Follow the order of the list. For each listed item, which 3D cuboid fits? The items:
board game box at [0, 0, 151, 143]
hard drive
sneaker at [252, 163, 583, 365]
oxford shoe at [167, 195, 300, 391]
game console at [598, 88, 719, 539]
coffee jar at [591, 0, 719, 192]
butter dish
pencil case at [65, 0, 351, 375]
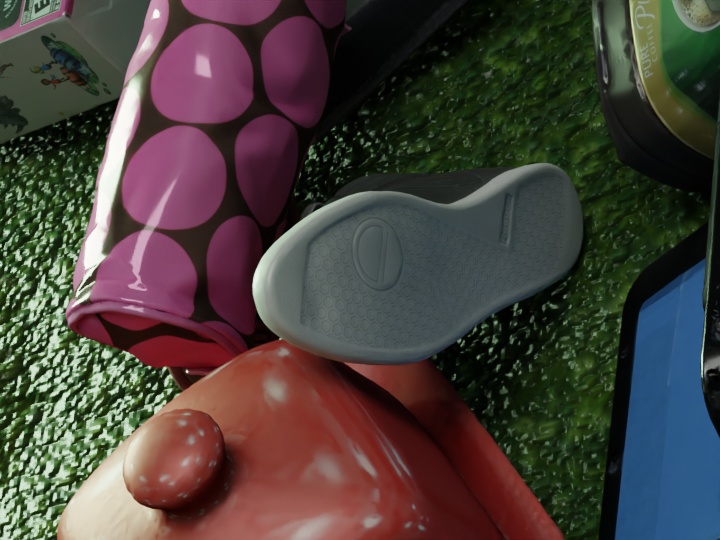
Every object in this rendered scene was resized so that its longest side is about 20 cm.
[{"bbox_3d":[-0.194,-0.136,1.519,0.199,0.064,0.148,-20,47,33],"label":"board game box"},{"bbox_3d":[-0.020,-0.168,1.448,0.135,0.042,0.201,-42,43,16],"label":"hard drive"},{"bbox_3d":[0.000,0.000,1.247,0.099,0.199,0.071,-8,97,39],"label":"sneaker"},{"bbox_3d":[-0.067,-0.026,1.380,0.070,0.075,0.201,4,66,-9],"label":"oxford shoe"},{"bbox_3d":[0.119,0.023,1.125,0.116,0.176,0.201,-9,49,22],"label":"game console"},{"bbox_3d":[0.182,-0.115,1.217,0.200,0.085,0.105,-33,47,40],"label":"coffee jar"},{"bbox_3d":[-0.043,0.108,1.189,0.200,0.148,0.200,-39,45,1],"label":"butter dish"},{"bbox_3d":[-0.061,-0.049,1.306,0.090,0.094,0.201,-1,61,36],"label":"pencil case"}]
